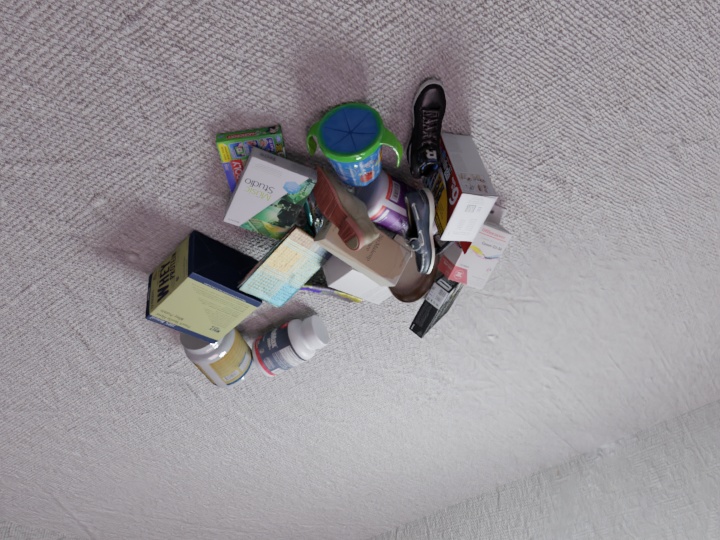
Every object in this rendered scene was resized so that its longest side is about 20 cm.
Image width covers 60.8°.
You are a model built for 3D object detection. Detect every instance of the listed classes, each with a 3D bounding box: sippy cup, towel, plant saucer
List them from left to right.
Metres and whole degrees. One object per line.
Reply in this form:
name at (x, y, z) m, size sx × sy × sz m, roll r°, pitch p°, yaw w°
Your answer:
towel at (-0.170, -0.006, 1.415) m, size 0.200 × 0.022 × 0.146 m, roll -45°, pitch 137°, yaw 12°
towel at (-0.097, 0.052, 1.572) m, size 0.198 × 0.023 × 0.143 m, roll 15°, pitch 175°, yaw -23°
sippy cup at (-0.012, -0.244, 1.245) m, size 0.139 × 0.178 × 0.131 m, roll -38°, pitch 153°, yaw -12°
plant saucer at (0.122, -0.021, 1.519) m, size 0.199 × 0.032 × 0.202 m, roll -12°, pitch 108°, yaw -40°

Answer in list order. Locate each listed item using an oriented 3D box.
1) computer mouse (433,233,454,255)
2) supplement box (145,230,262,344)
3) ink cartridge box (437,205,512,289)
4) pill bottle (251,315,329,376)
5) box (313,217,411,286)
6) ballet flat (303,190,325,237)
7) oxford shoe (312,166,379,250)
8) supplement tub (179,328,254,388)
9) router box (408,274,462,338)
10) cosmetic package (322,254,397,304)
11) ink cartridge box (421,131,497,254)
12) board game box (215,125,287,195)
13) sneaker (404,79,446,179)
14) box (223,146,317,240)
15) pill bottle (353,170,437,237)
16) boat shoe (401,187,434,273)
computer mouse at (0.219, -0.121, 1.430) m, size 0.200 × 0.141 × 0.046 m, roll -39°, pitch 111°, yaw 21°
supplement box at (-0.376, 0.046, 1.479) m, size 0.199 × 0.135 × 0.199 m, roll 28°, pitch 125°, yaw -37°
ink cartridge box at (0.290, -0.065, 1.512) m, size 0.116 × 0.068 × 0.201 m, roll 15°, pitch 111°, yaw -29°
pill bottle at (-0.193, 0.206, 1.718) m, size 0.199 × 0.120 × 0.120 m, roll -27°, pitch 137°, yaw 17°
box at (0.006, -0.053, 1.372) m, size 0.199 × 0.096 × 0.078 m, roll 32°, pitch 167°, yaw -20°
ballet flat at (-0.095, -0.110, 1.423) m, size 0.073 × 0.075 × 0.201 m, roll -5°, pitch 142°, yaw -7°
oxford shoe at (-0.035, -0.136, 1.288) m, size 0.073 × 0.201 × 0.071 m, roll -24°, pitch 169°, yaw -35°
supplement tub at (-0.387, 0.212, 1.659) m, size 0.143 × 0.146 × 0.201 m, roll -16°, pitch 140°, yaw 6°
router box at (0.218, 0.074, 1.653) m, size 0.149 × 0.051 × 0.201 m, roll -38°, pitch 159°, yaw -42°
cosmetic package at (0.000, 0.000, 1.512) m, size 0.085 × 0.108 × 0.199 m, roll -35°, pitch 144°, yaw 27°
ink cartridge box at (0.198, -0.164, 1.321) m, size 0.083 × 0.201 × 0.176 m, roll 3°, pitch 137°, yaw -16°
board game box at (-0.218, -0.209, 1.305) m, size 0.133 × 0.029 × 0.201 m, roll -10°, pitch 140°, yaw -3°
sneaker at (0.144, -0.274, 1.251) m, size 0.072 × 0.113 × 0.201 m, roll -3°, pitch 139°, yaw -11°
box at (-0.195, -0.157, 1.306) m, size 0.143 × 0.037 × 0.200 m, roll 18°, pitch 136°, yaw -19°
pill bottle at (0.087, -0.142, 1.390) m, size 0.199 × 0.113 × 0.112 m, roll 23°, pitch 129°, yaw -33°
boat shoe at (0.125, -0.079, 1.328) m, size 0.061 × 0.075 × 0.202 m, roll -14°, pitch 126°, yaw -16°
